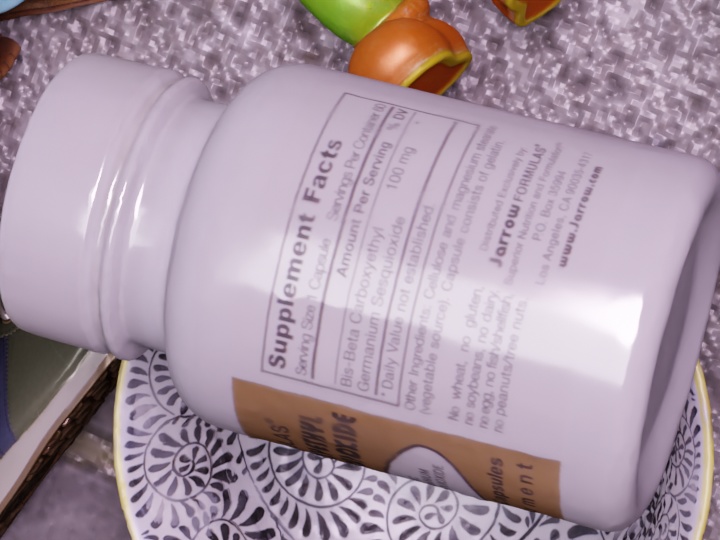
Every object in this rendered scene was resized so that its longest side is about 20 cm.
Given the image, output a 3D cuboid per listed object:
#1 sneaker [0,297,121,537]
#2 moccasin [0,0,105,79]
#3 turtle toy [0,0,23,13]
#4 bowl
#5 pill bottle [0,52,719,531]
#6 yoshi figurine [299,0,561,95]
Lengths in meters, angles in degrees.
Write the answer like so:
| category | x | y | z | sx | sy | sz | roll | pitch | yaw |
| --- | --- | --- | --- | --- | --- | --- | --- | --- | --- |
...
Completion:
| category | x | y | z | sx | sy | sz | roll | pitch | yaw |
| --- | --- | --- | --- | --- | --- | --- | --- | --- | --- |
| sneaker | -0.143 | 0.039 | 1.054 | 0.090 | 0.067 | 0.200 | 40 | 108 | 3 |
| moccasin | -0.142 | -0.094 | 1.041 | 0.201 | 0.074 | 0.078 | -18 | 82 | 7 |
| turtle toy | -0.176 | -0.136 | 0.955 | 0.200 | 0.146 | 0.101 | 18 | 98 | 19 |
| bowl | 0.026 | 0.053 | 0.996 | 0.200 | 0.094 | 0.201 | 2 | 96 | 15 |
| pill bottle | 0.000 | 0.000 | 0.888 | 0.200 | 0.114 | 0.115 | 14 | 100 | 14 |
| yoshi figurine | -0.021 | -0.153 | 0.957 | 0.200 | 0.112 | 0.112 | 53 | 146 | 11 |
